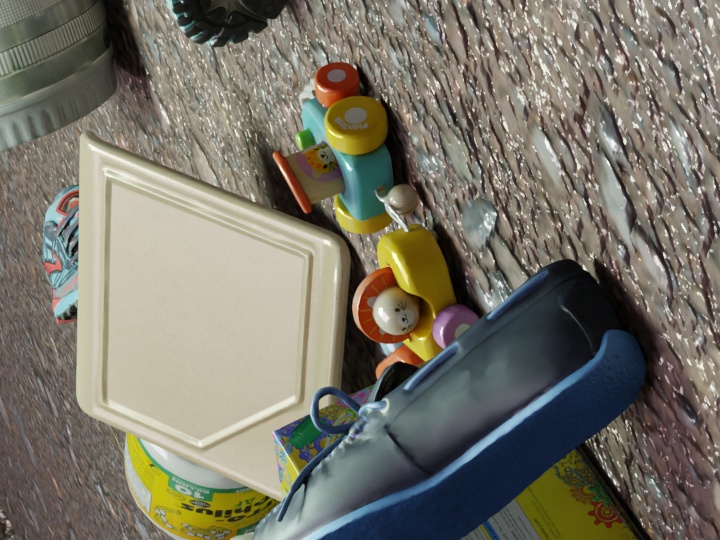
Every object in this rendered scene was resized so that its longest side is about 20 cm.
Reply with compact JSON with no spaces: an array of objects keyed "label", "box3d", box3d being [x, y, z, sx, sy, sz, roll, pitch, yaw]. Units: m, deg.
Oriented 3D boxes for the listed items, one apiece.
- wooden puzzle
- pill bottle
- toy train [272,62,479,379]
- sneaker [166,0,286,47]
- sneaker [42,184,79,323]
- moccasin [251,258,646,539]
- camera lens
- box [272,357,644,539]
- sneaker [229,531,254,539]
[{"label":"wooden puzzle","box3d":[-0.083,0.030,1.604,0.199,0.037,0.186,25,127,30]},{"label":"pill bottle","box3d":[-0.092,0.108,1.779,0.113,0.112,0.200,63,165,16]},{"label":"toy train","box3d":[0.000,0.000,1.398,0.201,0.055,0.150,67,165,2]},{"label":"sneaker","box3d":[-0.094,-0.205,1.392,0.201,0.077,0.087,83,162,-46]},{"label":"sneaker","box3d":[-0.206,-0.014,2.083,0.200,0.079,0.096,170,80,-75]},{"label":"moccasin","box3d":[0.034,0.068,1.192,0.080,0.199,0.069,26,-144,-53]},{"label":"camera lens","box3d":[-0.255,-0.190,1.831,0.160,0.159,0.201,32,142,66]},{"label":"box","box3d":[0.062,0.176,1.308,0.200,0.121,0.193,57,163,36]},{"label":"sneaker","box3d":[-0.055,0.188,1.676,0.200,0.091,0.076,115,159,-65]}]
